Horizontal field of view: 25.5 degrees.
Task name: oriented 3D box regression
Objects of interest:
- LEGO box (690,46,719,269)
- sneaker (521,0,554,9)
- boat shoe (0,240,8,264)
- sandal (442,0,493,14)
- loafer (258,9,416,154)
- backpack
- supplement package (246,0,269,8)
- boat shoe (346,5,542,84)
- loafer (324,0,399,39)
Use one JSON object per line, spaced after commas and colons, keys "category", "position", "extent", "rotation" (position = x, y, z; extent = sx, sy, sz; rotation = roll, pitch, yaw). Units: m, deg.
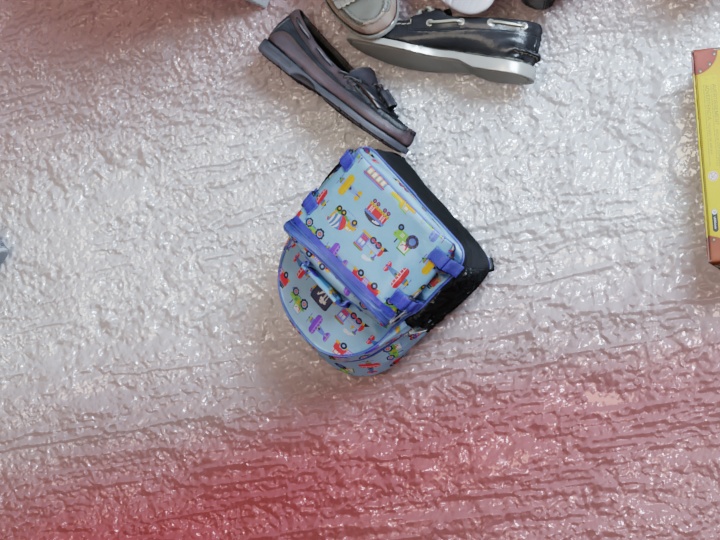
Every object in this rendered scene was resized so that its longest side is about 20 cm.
{"category": "LEGO box", "position": [0.389, -0.109, 1.457], "extent": [0.148, 0.077, 0.202], "rotation": [-5, 85, 19]}
{"category": "sneaker", "position": [0.205, -0.335, 1.542], "extent": [0.071, 0.098, 0.201], "rotation": [26, 72, 29]}
{"category": "boat shoe", "position": [-0.481, 0.019, 1.757], "extent": [0.199, 0.074, 0.068], "rotation": [-44, 79, 11]}
{"category": "sandal", "position": [0.085, -0.323, 1.592], "extent": [0.079, 0.059, 0.207], "rotation": [-56, 51, 15]}
{"category": "loafer", "position": [-0.017, -0.195, 1.612], "extent": [0.200, 0.072, 0.063], "rotation": [38, 95, 21]}
{"category": "backpack", "position": [0.000, 0.000, 1.560], "extent": [0.200, 0.134, 0.183], "rotation": [-44, 73, 14]}
{"category": "supplement package", "position": [-0.162, -0.380, 1.604], "extent": [0.150, 0.200, 0.153], "rotation": [27, 96, 19]}
{"category": "boat shoe", "position": [0.084, -0.231, 1.576], "extent": [0.198, 0.074, 0.061], "rotation": [12, 84, 23]}
{"category": "loafer", "position": [-0.020, -0.318, 1.589], "extent": [0.071, 0.063, 0.201], "rotation": [-26, 56, 8]}
